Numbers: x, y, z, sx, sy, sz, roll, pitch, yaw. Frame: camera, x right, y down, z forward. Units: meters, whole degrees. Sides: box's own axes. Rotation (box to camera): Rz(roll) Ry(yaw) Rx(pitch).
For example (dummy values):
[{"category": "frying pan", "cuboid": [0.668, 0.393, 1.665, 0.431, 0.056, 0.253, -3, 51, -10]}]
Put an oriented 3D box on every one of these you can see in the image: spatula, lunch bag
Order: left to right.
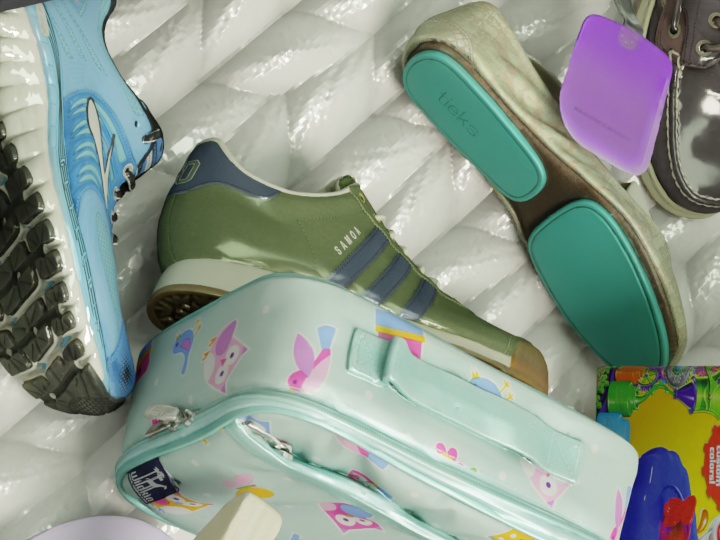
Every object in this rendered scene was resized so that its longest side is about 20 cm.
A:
[{"category": "lunch bag", "cuboid": [0.005, 0.079, 1.218, 0.200, 0.160, 0.077, 26, 64, -24]}, {"category": "spatula", "cuboid": [0.125, -0.138, 1.386, 0.056, 0.021, 0.200, 27, 53, -26]}]

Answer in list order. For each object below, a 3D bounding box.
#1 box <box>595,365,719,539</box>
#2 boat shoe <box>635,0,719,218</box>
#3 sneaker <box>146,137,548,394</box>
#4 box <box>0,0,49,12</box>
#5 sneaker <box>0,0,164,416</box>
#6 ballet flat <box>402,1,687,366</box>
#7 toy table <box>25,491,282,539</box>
[{"category": "box", "cuboid": [0.200, 0.141, 1.272, 0.122, 0.193, 0.201, 4, 86, -29]}, {"category": "boat shoe", "cuboid": [0.176, -0.125, 1.414, 0.072, 0.065, 0.200, 12, 85, -23]}, {"category": "sneaker", "cuboid": [0.000, 0.000, 1.295, 0.200, 0.067, 0.090, 18, 59, -29]}, {"category": "box", "cuboid": [-0.171, -0.201, 1.226, 0.161, 0.049, 0.200, -20, 72, -44]}, {"category": "sneaker", "cuboid": [-0.115, -0.039, 1.237, 0.090, 0.078, 0.200, -3, 77, -34]}, {"category": "ballet flat", "cuboid": [0.098, -0.041, 1.367, 0.200, 0.067, 0.062, 54, 48, -6]}, {"category": "toy table", "cuboid": [-0.104, 0.178, 1.155, 0.184, 0.117, 0.200, 27, 63, -21]}]
